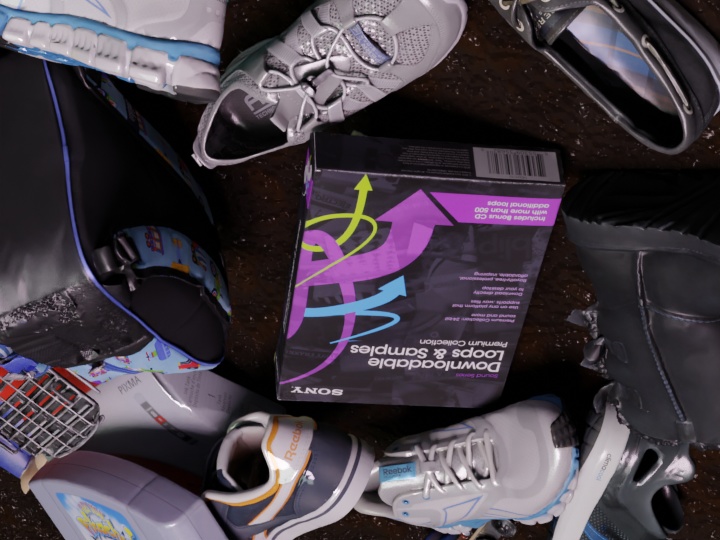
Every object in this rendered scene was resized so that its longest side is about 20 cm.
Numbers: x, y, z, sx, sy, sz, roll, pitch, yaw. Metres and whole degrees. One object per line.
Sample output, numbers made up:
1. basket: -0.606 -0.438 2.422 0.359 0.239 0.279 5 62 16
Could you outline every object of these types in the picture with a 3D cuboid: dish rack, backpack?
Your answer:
1. dish rack: -0.247 0.038 1.238 0.200 0.055 0.153 39 150 -9
2. backpack: -0.163 -0.018 1.142 0.134 0.184 0.200 -22 152 14

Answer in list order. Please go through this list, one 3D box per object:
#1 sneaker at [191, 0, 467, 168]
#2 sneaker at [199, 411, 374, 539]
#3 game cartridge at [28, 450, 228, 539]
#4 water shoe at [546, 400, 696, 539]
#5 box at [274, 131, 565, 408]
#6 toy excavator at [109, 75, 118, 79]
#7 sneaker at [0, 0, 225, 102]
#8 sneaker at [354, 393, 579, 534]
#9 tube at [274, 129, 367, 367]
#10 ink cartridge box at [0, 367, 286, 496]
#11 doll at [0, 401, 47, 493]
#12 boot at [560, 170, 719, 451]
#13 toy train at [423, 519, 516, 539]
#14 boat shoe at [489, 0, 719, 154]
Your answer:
1. sneaker: -0.018 -0.105 1.069 0.075 0.082 0.200 45 137 -13
2. sneaker: -0.072 0.144 1.274 0.079 0.079 0.200 28 141 -18
3. game cartridge: -0.146 0.183 1.307 0.199 0.040 0.134 4 127 53
4. water shoe: 0.160 0.161 1.220 0.078 0.072 0.201 15 140 5
5. box: 0.030 0.006 1.137 0.142 0.036 0.201 3 138 -8
6. toy excavator: -0.176 -0.208 1.071 0.199 0.100 0.195 30 140 -9
7. sneaker: -0.149 -0.151 1.021 0.199 0.087 0.075 17 180 22
8. sneaker: 0.059 0.127 1.205 0.086 0.075 0.200 3 160 -30
9. tube: 0.000 0.000 1.189 0.052 0.058 0.201 64 147 32
10. ink cartridge box: -0.175 0.101 1.337 0.199 0.050 0.162 25 144 -29
11. doll: -0.320 0.091 1.465 0.199 0.049 0.137 36 137 -3
12. boot: 0.204 0.029 1.067 0.197 0.073 0.163 7 130 36
13. toy train: 0.082 0.164 1.299 0.046 0.034 0.200 34 138 4
14. boat shoe: 0.105 -0.137 0.983 0.200 0.057 0.069 39 138 -6
